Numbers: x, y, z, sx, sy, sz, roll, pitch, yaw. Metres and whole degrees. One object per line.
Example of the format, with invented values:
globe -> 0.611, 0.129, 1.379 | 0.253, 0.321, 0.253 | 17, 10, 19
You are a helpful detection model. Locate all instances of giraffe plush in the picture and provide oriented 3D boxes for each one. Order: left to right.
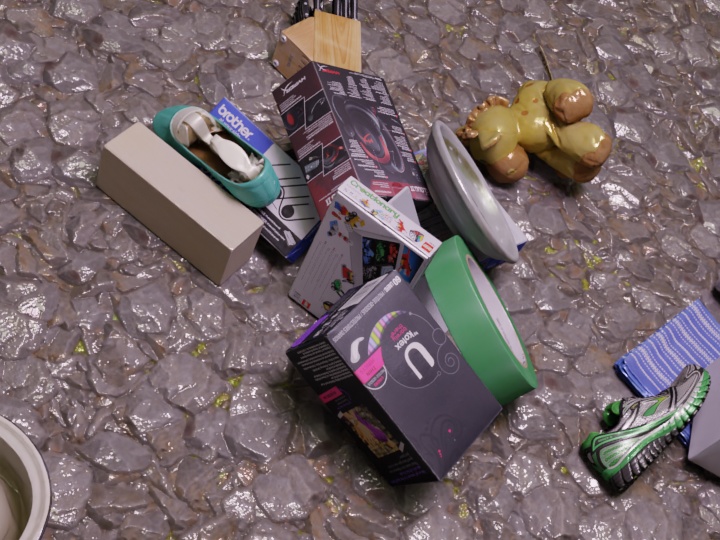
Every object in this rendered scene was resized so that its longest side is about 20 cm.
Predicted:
giraffe plush -> 0.223, -0.190, 1.581 | 0.162, 0.173, 0.201 | -27, 78, -11

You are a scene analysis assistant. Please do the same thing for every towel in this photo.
towel -> 0.436, 0.131, 1.497 | 0.200, 0.024, 0.145 | -30, 71, -35

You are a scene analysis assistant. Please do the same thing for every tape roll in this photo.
tape roll -> 0.139, 0.058, 1.335 | 0.048, 0.200, 0.201 | -28, 61, 11

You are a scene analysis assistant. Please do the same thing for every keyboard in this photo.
keyboard -> 0.067, 0.001, 1.365 | 0.011, 0.201, 0.056 | 3, 33, 35

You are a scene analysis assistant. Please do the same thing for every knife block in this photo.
knife block -> -0.029, -0.313, 1.615 | 0.200, 0.064, 0.175 | 45, 53, 14

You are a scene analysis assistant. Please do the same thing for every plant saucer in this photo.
plant saucer -> 0.126, -0.088, 1.418 | 0.200, 0.050, 0.200 | 55, 16, -23

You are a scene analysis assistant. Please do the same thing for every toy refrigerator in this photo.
toy refrigerator -> -0.214, -0.082, 1.365 | 0.200, 0.076, 0.070 | 38, 51, 9

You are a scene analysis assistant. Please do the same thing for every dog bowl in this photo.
dog bowl -> -0.394, 0.226, 1.070 | 0.199, 0.074, 0.201 | 10, 52, -13

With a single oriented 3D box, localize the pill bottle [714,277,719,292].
pill bottle -> 0.594, 0.048, 1.562 | 0.200, 0.111, 0.111 | 44, 52, 13

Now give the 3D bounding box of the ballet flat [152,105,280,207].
ballet flat -> -0.173, -0.152, 1.360 | 0.200, 0.070, 0.067 | 38, 71, 21

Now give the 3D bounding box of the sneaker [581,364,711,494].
sneaker -> 0.349, 0.173, 1.384 | 0.200, 0.078, 0.085 | -37, 70, -26

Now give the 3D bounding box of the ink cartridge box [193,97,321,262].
ink cartridge box -> -0.126, -0.112, 1.412 | 0.200, 0.044, 0.094 | 43, 89, 13

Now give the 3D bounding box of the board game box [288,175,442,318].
board game box -> 0.000, 0.000, 1.308 | 0.126, 0.200, 0.035 | 37, 48, 7

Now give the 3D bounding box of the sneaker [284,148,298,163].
sneaker -> -0.043, -0.168, 1.496 | 0.084, 0.077, 0.200 | 46, 51, 10

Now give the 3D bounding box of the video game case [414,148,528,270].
video game case -> 0.089, -0.066, 1.492 | 0.199, 0.045, 0.182 | -22, 67, -33

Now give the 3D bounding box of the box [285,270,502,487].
box -> 0.037, 0.120, 1.248 | 0.122, 0.106, 0.200 | -44, 100, -31

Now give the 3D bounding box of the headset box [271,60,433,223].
headset box -> -0.004, -0.139, 1.377 | 0.148, 0.075, 0.201 | 0, 64, -54

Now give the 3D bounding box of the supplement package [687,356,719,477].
supplement package -> 0.539, 0.178, 1.381 | 0.199, 0.191, 0.147 | 29, 49, -8
